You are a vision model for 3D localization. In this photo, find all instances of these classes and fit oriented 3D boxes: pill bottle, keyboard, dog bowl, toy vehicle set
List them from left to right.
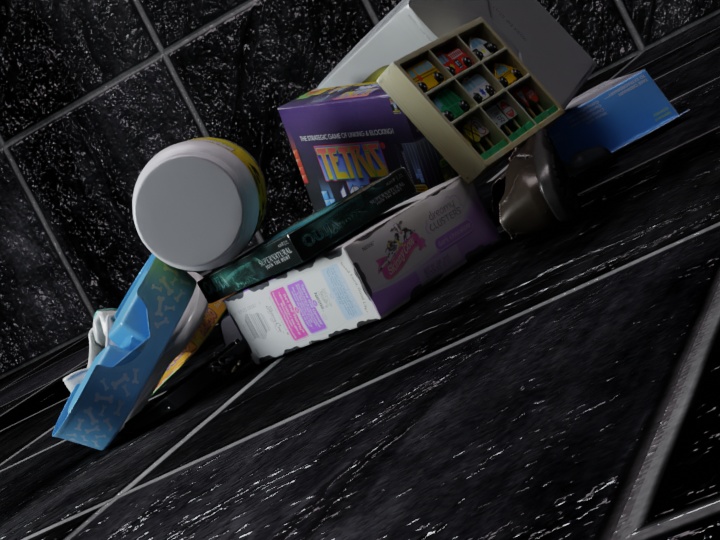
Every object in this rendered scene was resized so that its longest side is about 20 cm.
[{"bbox_3d":[-0.213,0.075,1.509,0.201,0.049,0.111,-63,11,-20],"label":"dog bowl"},{"bbox_3d":[-0.144,-0.060,1.476,0.114,0.115,0.200,-27,6,3],"label":"pill bottle"},{"bbox_3d":[-0.144,0.095,1.550,0.127,0.021,0.200,-30,4,24],"label":"keyboard"},{"bbox_3d":[0.105,-0.159,1.512,0.027,0.124,0.200,-44,-4,33],"label":"toy vehicle set"}]

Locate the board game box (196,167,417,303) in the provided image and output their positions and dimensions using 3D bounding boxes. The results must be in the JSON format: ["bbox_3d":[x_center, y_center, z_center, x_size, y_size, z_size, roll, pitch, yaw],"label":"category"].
[{"bbox_3d":[-0.051,-0.029,1.466,0.135,0.028,0.200,-32,5,-31],"label":"board game box"}]

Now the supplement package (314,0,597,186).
[{"bbox_3d":[0.095,-0.198,1.714,0.147,0.191,0.200,-49,8,-37],"label":"supplement package"}]

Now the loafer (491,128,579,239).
[{"bbox_3d":[0.143,-0.073,1.421,0.071,0.073,0.200,-26,5,10],"label":"loafer"}]

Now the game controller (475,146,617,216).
[{"bbox_3d":[0.168,-0.080,1.639,0.104,0.042,0.200,-14,-2,-30],"label":"game controller"}]

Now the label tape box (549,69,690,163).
[{"bbox_3d":[0.248,-0.155,1.761,0.143,0.066,0.200,-29,3,-8],"label":"label tape box"}]

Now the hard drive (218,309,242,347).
[{"bbox_3d":[-0.062,0.023,1.746,0.199,0.043,0.135,-28,5,-5],"label":"hard drive"}]

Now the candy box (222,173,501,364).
[{"bbox_3d":[0.000,0.000,1.475,0.167,0.072,0.200,-31,5,-38],"label":"candy box"}]

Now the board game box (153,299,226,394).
[{"bbox_3d":[-0.181,0.069,1.738,0.096,0.030,0.200,-44,10,25],"label":"board game box"}]

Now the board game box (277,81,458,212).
[{"bbox_3d":[0.019,-0.098,1.606,0.057,0.166,0.199,-31,19,-33],"label":"board game box"}]

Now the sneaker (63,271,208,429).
[{"bbox_3d":[-0.219,0.059,1.611,0.075,0.088,0.200,-31,23,46],"label":"sneaker"}]
